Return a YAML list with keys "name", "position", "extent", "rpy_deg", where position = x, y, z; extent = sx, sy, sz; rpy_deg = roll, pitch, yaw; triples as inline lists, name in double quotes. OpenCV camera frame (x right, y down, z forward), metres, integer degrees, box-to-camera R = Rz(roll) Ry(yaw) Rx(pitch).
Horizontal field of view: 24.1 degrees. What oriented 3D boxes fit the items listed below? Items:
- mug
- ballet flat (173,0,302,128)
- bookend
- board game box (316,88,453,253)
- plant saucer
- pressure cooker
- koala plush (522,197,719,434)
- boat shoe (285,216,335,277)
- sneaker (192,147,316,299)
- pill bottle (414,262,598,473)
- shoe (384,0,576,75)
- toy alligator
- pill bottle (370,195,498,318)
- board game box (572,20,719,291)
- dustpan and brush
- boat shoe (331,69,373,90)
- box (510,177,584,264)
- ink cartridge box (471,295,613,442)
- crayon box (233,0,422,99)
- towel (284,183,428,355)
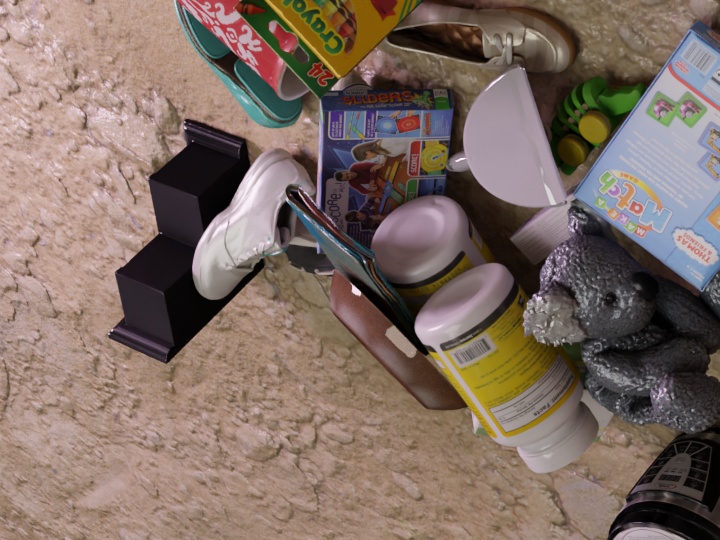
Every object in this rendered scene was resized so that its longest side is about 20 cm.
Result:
- name: "mug"
  position: [-0.098, -0.301, 1.704]
  extent: [0.200, 0.178, 0.133]
  rpy_deg: [39, -179, 14]
- name: "ballet flat"
  position: [-0.143, -0.232, 1.835]
  extent: [0.200, 0.067, 0.070]
  rpy_deg: [51, 157, -6]
- name: "bookend"
  position: [-0.215, -0.034, 1.978]
  extent: [0.092, 0.200, 0.199]
  rpy_deg: [21, 138, 27]
- name: "board game box"
  position: [0.022, -0.101, 1.764]
  extent: [0.135, 0.035, 0.201]
  rpy_deg: [-1, 135, -5]
- name: "plant saucer"
  position: [0.031, 0.081, 1.754]
  extent: [0.200, 0.037, 0.200]
  rpy_deg: [46, 177, 3]
- name: "pressure cooker"
  position: [0.354, 0.285, 1.751]
  extent: [0.178, 0.200, 0.176]
  rpy_deg: [34, 143, 14]
- name: "koala plush"
  position: [0.245, 0.039, 1.613]
  extent: [0.200, 0.178, 0.183]
  rpy_deg: [37, 155, -26]
- name: "boat shoe"
  position: [-0.019, -0.020, 1.913]
  extent: [0.199, 0.074, 0.061]
  rpy_deg: [10, 132, 41]
- name: "sneaker"
  position: [-0.119, -0.036, 1.916]
  extent: [0.088, 0.075, 0.200]
  rpy_deg: [44, 115, 30]
- name: "pill bottle"
  position: [0.151, 0.101, 1.683]
  extent: [0.112, 0.112, 0.200]
  rpy_deg: [-15, 116, 49]
- name: "shoe"
  position: [0.112, -0.219, 1.614]
  extent: [0.199, 0.053, 0.070]
  rpy_deg: [18, 136, 31]
- name: "toy alligator"
  position: [0.202, -0.132, 1.608]
  extent: [0.054, 0.059, 0.200]
  rpy_deg: [43, 143, 2]
- name: "pill bottle"
  position: [0.101, 0.022, 1.791]
  extent: [0.111, 0.112, 0.200]
  rpy_deg: [6, 145, 40]
- name: "board game box"
  position: [0.305, -0.100, 1.512]
  extent: [0.151, 0.037, 0.200]
  rpy_deg: [37, 124, 7]
- name: "dustpan and brush"
  position: [0.132, -0.118, 1.645]
  extent: [0.200, 0.057, 0.140]
  rpy_deg: [-15, 94, 52]
- name: "boat shoe"
  position: [-0.001, -0.128, 1.809]
  extent: [0.072, 0.062, 0.201]
  rpy_deg: [-6, 136, -9]
- name: "box"
  position: [0.223, -0.067, 1.670]
  extent: [0.041, 0.039, 0.200]
  rpy_deg: [47, 143, -2]
- name: "ink cartridge box"
  position: [0.211, 0.108, 1.784]
  extent: [0.145, 0.048, 0.200]
  rpy_deg: [5, 143, -10]
- name: "crayon box"
  position: [-0.011, -0.271, 1.580]
  extent: [0.200, 0.051, 0.127]
  rpy_deg: [-44, 93, 10]
- name: "towel"
  position: [0.000, 0.000, 1.741]
  extent: [0.147, 0.022, 0.200]
  rpy_deg: [43, 173, 37]
